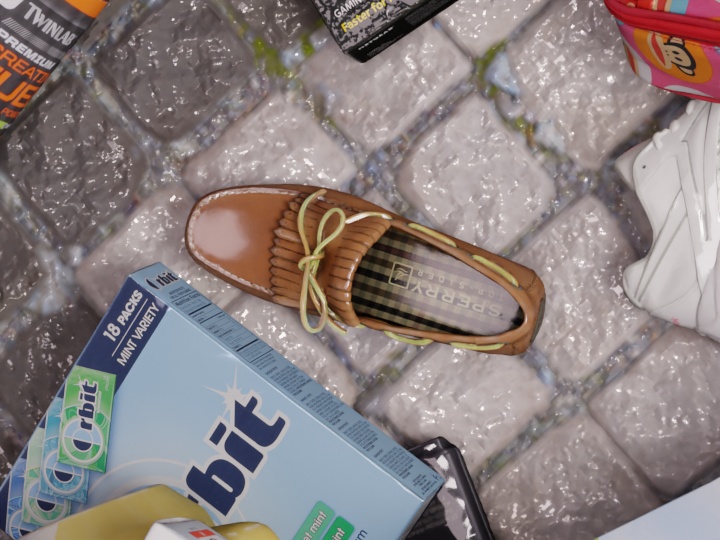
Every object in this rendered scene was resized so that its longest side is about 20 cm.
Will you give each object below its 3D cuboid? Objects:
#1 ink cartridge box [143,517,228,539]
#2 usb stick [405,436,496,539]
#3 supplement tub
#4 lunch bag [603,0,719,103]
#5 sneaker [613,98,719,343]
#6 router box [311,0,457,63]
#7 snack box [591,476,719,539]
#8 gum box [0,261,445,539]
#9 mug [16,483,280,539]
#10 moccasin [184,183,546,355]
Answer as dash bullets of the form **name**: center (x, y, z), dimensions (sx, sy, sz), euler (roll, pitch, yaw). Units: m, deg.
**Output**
- **ink cartridge box**: center (-0.046, 0.231, 0.985), dimensions (0.199, 0.050, 0.163), euler (31, 97, 18)
- **usb stick**: center (0.063, 0.190, 1.172), dimensions (0.055, 0.033, 0.202), euler (-23, 85, 20)
- **supplement tub**: center (-0.206, -0.147, 1.191), dimensions (0.107, 0.107, 0.200), euler (41, 97, 9)
- **lunch bag**: center (0.212, -0.175, 1.086), dimensions (0.175, 0.082, 0.201), euler (15, 63, 35)
- **sneaker**: center (0.183, -0.065, 1.133), dimensions (0.099, 0.078, 0.202), euler (15, 87, 21)
- **router box**: center (0.041, -0.229, 1.172), dimensions (0.199, 0.051, 0.150), euler (-33, 82, 9)
- **snack box**: center (0.174, 0.190, 1.021), dimensions (0.199, 0.068, 0.170), euler (-23, 76, -21)
- **gum box**: center (-0.082, 0.124, 1.177), dimensions (0.199, 0.045, 0.171), euler (37, 109, 10)
- **mug**: center (-0.095, 0.188, 1.104), dimensions (0.185, 0.149, 0.154), euler (-23, 84, 12)
- **moccasin**: center (-0.001, 0.002, 1.163), dimensions (0.200, 0.078, 0.074), euler (22, 93, 10)
